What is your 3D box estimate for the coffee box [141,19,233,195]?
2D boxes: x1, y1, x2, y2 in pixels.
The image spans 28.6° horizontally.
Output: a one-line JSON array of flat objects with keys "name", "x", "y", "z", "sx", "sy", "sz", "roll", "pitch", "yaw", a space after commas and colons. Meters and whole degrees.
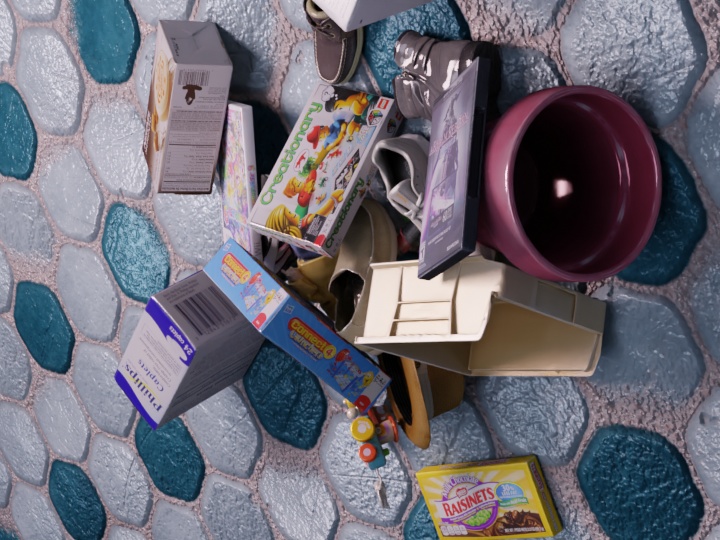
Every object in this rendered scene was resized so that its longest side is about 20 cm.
[{"name": "coffee box", "x": -0.230, "y": -0.213, "z": 1.859, "sx": 0.115, "sy": 0.079, "sz": 0.201, "roll": -113, "pitch": 30, "yaw": -46}]

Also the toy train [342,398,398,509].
[{"name": "toy train", "x": 0.022, "y": 0.203, "z": 1.805, "sx": 0.200, "sy": 0.055, "sz": 0.151, "roll": -109, "pitch": -4, "yaw": -58}]

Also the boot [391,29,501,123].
[{"name": "boot", "x": 0.098, "y": -0.171, "z": 1.609, "sx": 0.131, "sy": 0.070, "sz": 0.201, "roll": 14, "pitch": 108, "yaw": 43}]

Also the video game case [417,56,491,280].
[{"name": "video game case", "x": 0.095, "y": -0.102, "z": 1.452, "sx": 0.143, "sy": 0.019, "sz": 0.201, "roll": 142, "pitch": 135, "yaw": -70}]

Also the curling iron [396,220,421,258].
[{"name": "curling iron", "x": 0.050, "y": -0.045, "z": 1.707, "sx": 0.200, "sy": 0.025, "sz": 0.050, "roll": -45, "pitch": 52, "yaw": 35}]

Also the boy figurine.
[{"name": "boy figurine", "x": -0.038, "y": -0.011, "z": 1.787, "sx": 0.064, "sy": 0.124, "sz": 0.201, "roll": 44, "pitch": 164, "yaw": 49}]

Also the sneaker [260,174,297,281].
[{"name": "sneaker", "x": -0.088, "y": -0.046, "z": 1.837, "sx": 0.200, "sy": 0.086, "sz": 0.081, "roll": 101, "pitch": 165, "yaw": -58}]

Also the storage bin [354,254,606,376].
[{"name": "storage bin", "x": 0.137, "y": 0.055, "z": 1.566, "sx": 0.198, "sy": 0.199, "sz": 0.094, "roll": -3, "pitch": 74, "yaw": 45}]

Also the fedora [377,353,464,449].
[{"name": "fedora", "x": 0.077, "y": 0.115, "z": 1.731, "sx": 0.201, "sy": 0.081, "sz": 0.202, "roll": 166, "pitch": 90, "yaw": -78}]

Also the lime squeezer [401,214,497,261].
[{"name": "lime squeezer", "x": 0.122, "y": -0.034, "z": 1.666, "sx": 0.199, "sy": 0.038, "sz": 0.071, "roll": 2, "pitch": 114, "yaw": 46}]

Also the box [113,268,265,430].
[{"name": "box", "x": -0.225, "y": 0.095, "z": 1.962, "sx": 0.105, "sy": 0.184, "sz": 0.200, "roll": 46, "pitch": 135, "yaw": 15}]

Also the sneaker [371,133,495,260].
[{"name": "sneaker", "x": 0.075, "y": -0.069, "z": 1.618, "sx": 0.076, "sy": 0.092, "sz": 0.200, "roll": -43, "pitch": 71, "yaw": 27}]

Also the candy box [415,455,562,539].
[{"name": "candy box", "x": 0.161, "y": 0.294, "z": 1.802, "sx": 0.199, "sy": 0.026, "sz": 0.103, "roll": -15, "pitch": 96, "yaw": 47}]

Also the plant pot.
[{"name": "plant pot", "x": 0.184, "y": -0.090, "z": 1.479, "sx": 0.179, "sy": 0.199, "sz": 0.201, "roll": 5, "pitch": 115, "yaw": 61}]

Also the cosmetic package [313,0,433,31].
[{"name": "cosmetic package", "x": 0.002, "y": -0.380, "z": 1.488, "sx": 0.200, "sy": 0.199, "sz": 0.123, "roll": 43, "pitch": 135, "yaw": 19}]

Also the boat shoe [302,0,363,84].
[{"name": "boat shoe", "x": -0.037, "y": -0.310, "z": 1.661, "sx": 0.073, "sy": 0.065, "sz": 0.201, "roll": 25, "pitch": 126, "yaw": 33}]

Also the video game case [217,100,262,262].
[{"name": "video game case", "x": -0.161, "y": -0.119, "z": 1.847, "sx": 0.143, "sy": 0.018, "sz": 0.201, "roll": -153, "pitch": 58, "yaw": -67}]

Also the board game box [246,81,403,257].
[{"name": "board game box", "x": -0.041, "y": -0.123, "z": 1.689, "sx": 0.126, "sy": 0.201, "sz": 0.035, "roll": 18, "pitch": 167, "yaw": 38}]

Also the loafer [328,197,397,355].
[{"name": "loafer", "x": 0.000, "y": 0.000, "z": 1.679, "sx": 0.076, "sy": 0.068, "sz": 0.201, "roll": -33, "pitch": 54, "yaw": 43}]

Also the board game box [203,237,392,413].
[{"name": "board game box", "x": -0.079, "y": 0.066, "z": 1.743, "sx": 0.196, "sy": 0.056, "sz": 0.200, "roll": 41, "pitch": 180, "yaw": -35}]
